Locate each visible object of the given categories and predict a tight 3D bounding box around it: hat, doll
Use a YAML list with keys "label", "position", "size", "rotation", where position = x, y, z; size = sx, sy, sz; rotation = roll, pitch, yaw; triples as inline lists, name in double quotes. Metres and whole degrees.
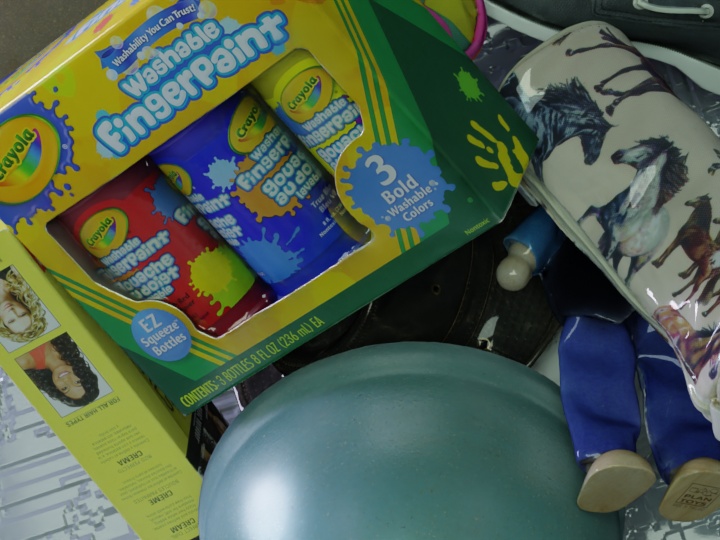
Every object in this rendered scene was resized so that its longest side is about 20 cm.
- label: "hat"
  position: [0.000, 0.000, 1.340]
  size: [0.200, 0.081, 0.201]
  rotation: [-16, 60, 29]
- label: "doll"
  position: [0.129, 0.016, 1.289]
  size: [0.136, 0.048, 0.200]
  rotation: [7, 55, -16]

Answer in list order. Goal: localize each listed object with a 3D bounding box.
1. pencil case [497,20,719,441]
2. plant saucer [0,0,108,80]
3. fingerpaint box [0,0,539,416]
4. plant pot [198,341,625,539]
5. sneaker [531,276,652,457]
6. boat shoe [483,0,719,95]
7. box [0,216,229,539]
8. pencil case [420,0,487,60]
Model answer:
- label: "pencil case"
  position: [0.132, -0.016, 1.229]
  size: [0.089, 0.078, 0.200]
  rotation: [-34, 57, -4]
- label: "plant saucer"
  position: [-0.173, -0.097, 1.303]
  size: [0.200, 0.032, 0.200]
  rotation: [1, 122, 2]
- label: "fingerpaint box"
  position: [-0.054, -0.053, 1.232]
  size: [0.200, 0.073, 0.167]
  rotation: [-31, 108, 33]
- label: "plant pot"
  position: [0.024, 0.151, 1.270]
  size: [0.200, 0.134, 0.201]
  rotation: [0, 123, 0]
- label: "sneaker"
  position: [0.083, 0.046, 1.362]
  size: [0.200, 0.074, 0.116]
  rotation: [-25, 69, 6]
- label: "boat shoe"
  position: [0.131, -0.134, 1.333]
  size: [0.200, 0.076, 0.060]
  rotation: [13, 120, -23]
- label: "box"
  position: [-0.125, 0.045, 1.334]
  size: [0.050, 0.075, 0.200]
  rotation: [-28, 117, 17]
- label: "pencil case"
  position: [-0.030, -0.086, 1.315]
  size: [0.200, 0.088, 0.088]
  rotation: [-35, 76, 41]
